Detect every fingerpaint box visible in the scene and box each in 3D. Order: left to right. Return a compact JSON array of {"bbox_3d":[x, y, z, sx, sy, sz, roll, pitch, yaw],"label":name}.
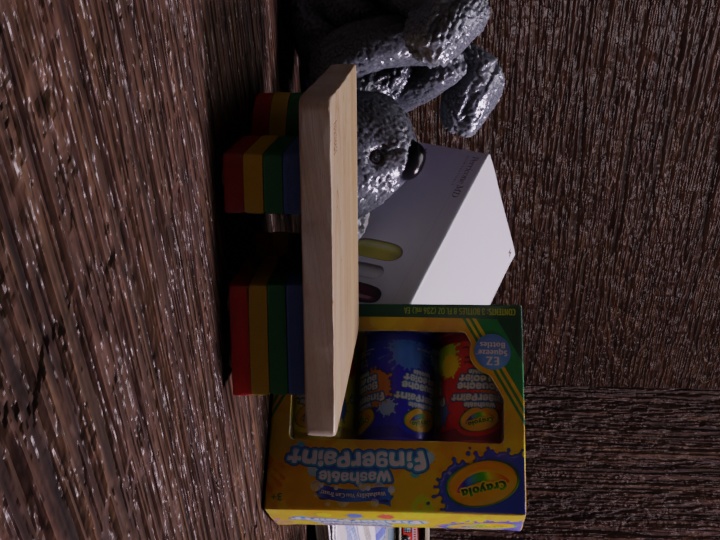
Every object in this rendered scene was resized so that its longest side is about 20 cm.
[{"bbox_3d":[0.030,0.115,0.839,0.074,0.197,0.169,78,14,-67],"label":"fingerpaint box"}]

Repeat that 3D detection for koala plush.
[{"bbox_3d":[-0.001,-0.127,0.869,0.202,0.182,0.177,-68,160,-9],"label":"koala plush"}]

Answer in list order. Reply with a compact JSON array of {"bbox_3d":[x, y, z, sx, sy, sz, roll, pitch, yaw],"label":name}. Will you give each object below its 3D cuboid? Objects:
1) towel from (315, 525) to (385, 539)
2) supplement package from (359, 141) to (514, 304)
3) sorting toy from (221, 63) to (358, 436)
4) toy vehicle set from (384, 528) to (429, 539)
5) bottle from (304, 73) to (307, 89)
[{"bbox_3d":[-0.008,0.258,1.161,0.200,0.024,0.149,-16,100,-73],"label":"towel"},{"bbox_3d":[0.053,0.003,1.021,0.201,0.110,0.156,-61,148,-28],"label":"supplement package"},{"bbox_3d":[-0.042,-0.025,0.698,0.199,0.069,0.203,-76,166,-73],"label":"sorting toy"},{"bbox_3d":[0.032,0.341,1.427,0.027,0.123,0.203,-79,168,-71],"label":"toy vehicle set"},{"bbox_3d":[-0.017,-0.132,1.049,0.201,0.064,0.084,87,3,-49],"label":"bottle"}]
